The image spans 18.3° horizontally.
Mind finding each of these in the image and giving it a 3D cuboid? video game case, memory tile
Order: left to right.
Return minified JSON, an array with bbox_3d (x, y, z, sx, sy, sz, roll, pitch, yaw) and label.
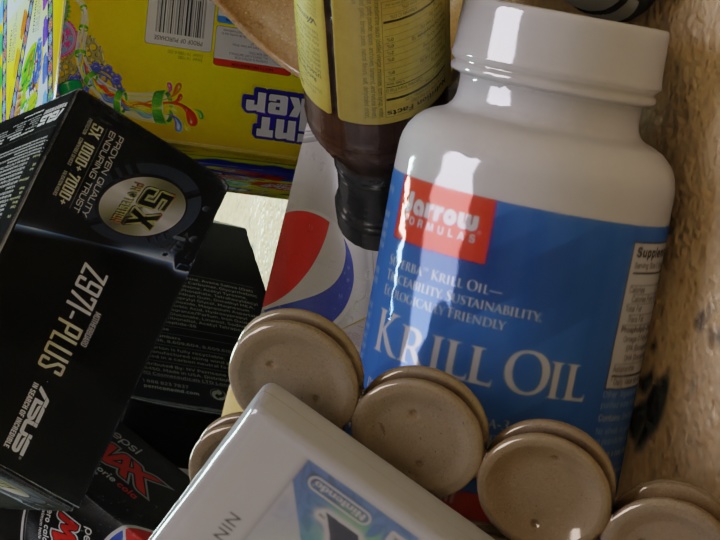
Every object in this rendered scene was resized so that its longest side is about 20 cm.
[{"bbox_3d":[0.001,0.159,0.846,0.183,0.199,0.022,-52,4,35],"label":"video game case"},{"bbox_3d":[0.028,0.106,0.830,0.017,0.199,0.154,-58,-8,-56],"label":"memory tile"}]

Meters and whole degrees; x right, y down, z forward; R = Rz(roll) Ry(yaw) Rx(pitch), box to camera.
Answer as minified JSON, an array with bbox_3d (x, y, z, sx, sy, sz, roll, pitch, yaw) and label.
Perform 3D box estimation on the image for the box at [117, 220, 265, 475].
[{"bbox_3d":[-0.115,0.076,1.248,0.201,0.103,0.149,-110,36,-53],"label":"box"}]

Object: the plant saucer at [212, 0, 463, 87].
[{"bbox_3d":[-0.018,-0.161,0.949,0.200,0.035,0.201,34,148,25],"label":"plant saucer"}]

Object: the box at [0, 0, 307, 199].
[{"bbox_3d":[-0.081,-0.112,1.159,0.192,0.198,0.123,176,100,-69],"label":"box"}]

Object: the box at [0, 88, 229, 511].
[{"bbox_3d":[-0.166,0.019,1.036,0.200,0.086,0.165,-11,51,60],"label":"box"}]

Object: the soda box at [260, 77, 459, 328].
[{"bbox_3d":[0.000,0.000,1.055,0.063,0.068,0.202,21,106,26],"label":"soda box"}]

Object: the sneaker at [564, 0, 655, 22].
[{"bbox_3d":[0.051,-0.160,0.949,0.201,0.114,0.076,-128,49,-62],"label":"sneaker"}]

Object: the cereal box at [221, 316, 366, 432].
[{"bbox_3d":[-0.013,0.097,0.967,0.200,0.039,0.145,-26,-47,-63],"label":"cereal box"}]

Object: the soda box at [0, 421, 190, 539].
[{"bbox_3d":[-0.090,0.152,1.092,0.071,0.199,0.064,-29,-29,-59],"label":"soda box"}]

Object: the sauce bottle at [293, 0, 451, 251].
[{"bbox_3d":[0.005,-0.087,0.903,0.201,0.064,0.065,89,173,-51],"label":"sauce bottle"}]

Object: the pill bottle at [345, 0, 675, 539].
[{"bbox_3d":[0.061,-0.001,0.873,0.112,0.111,0.202,-152,71,-68],"label":"pill bottle"}]
